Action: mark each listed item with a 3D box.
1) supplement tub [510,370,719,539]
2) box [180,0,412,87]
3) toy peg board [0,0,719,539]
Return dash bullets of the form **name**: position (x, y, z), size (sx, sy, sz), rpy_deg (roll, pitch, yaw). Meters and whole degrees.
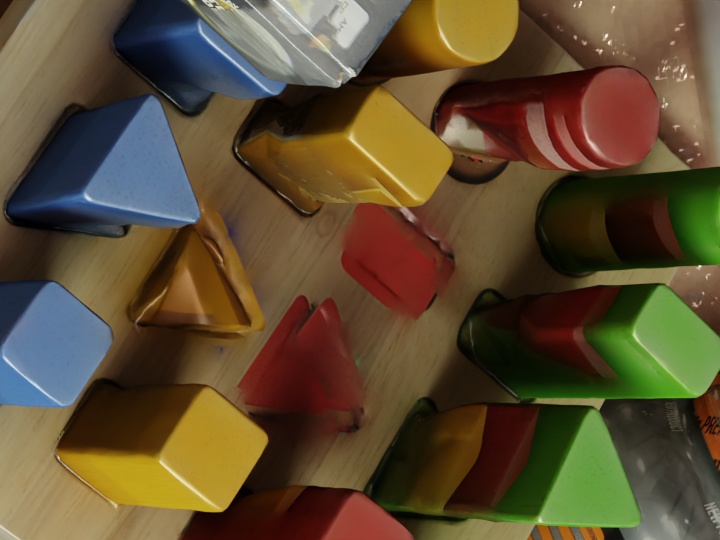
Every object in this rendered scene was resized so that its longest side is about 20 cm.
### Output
- **supplement tub**: position (0.054, 0.116, 0.845), size (0.199, 0.123, 0.123), rpy_deg (-32, 118, 14)
- **box**: position (-0.010, -0.168, 0.661), size (0.161, 0.049, 0.200), rpy_deg (43, 77, -25)
- **toy peg board**: position (0.000, 0.000, 0.726), size (0.199, 0.098, 0.201), rpy_deg (40, 69, -24)
